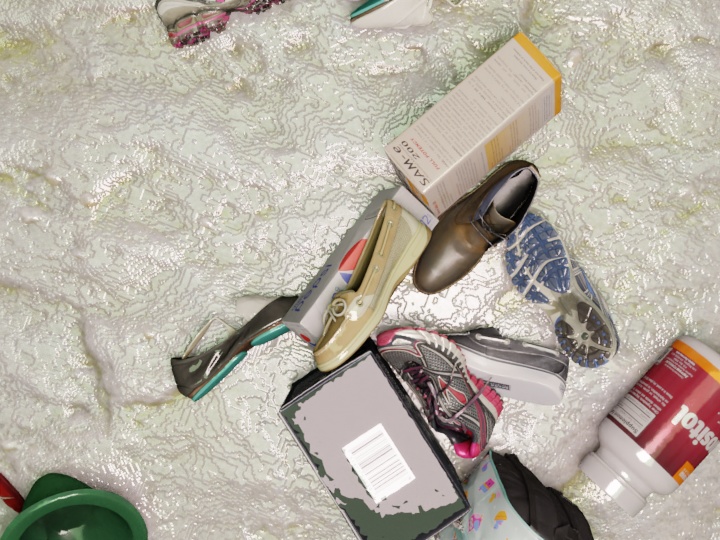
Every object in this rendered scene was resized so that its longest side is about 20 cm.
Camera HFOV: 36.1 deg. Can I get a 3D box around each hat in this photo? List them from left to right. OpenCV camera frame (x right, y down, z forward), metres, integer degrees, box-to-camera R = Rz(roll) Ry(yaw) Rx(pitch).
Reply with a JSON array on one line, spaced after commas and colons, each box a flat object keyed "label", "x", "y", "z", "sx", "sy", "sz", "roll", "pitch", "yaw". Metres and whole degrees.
[{"label": "hat", "x": -0.362, "y": 0.266, "z": 1.316, "sx": 0.165, "sy": 0.176, "sz": 0.200, "roll": -34, "pitch": 129, "yaw": -1}]

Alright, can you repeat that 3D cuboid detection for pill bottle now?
[{"label": "pill bottle", "x": 0.349, "y": 0.181, "z": 1.269, "sx": 0.113, "sy": 0.113, "sz": 0.200, "roll": 42, "pitch": 92, "yaw": -1}]

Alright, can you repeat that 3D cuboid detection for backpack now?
[{"label": "backpack", "x": 0.180, "y": 0.313, "z": 1.218, "sx": 0.176, "sy": 0.200, "sz": 0.153, "roll": 41, "pitch": 91, "yaw": -13}]

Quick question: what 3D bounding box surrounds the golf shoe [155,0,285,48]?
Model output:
[{"label": "golf shoe", "x": -0.144, "y": -0.336, "z": 1.272, "sx": 0.199, "sy": 0.073, "sz": 0.093, "roll": -23, "pitch": 90, "yaw": 1}]

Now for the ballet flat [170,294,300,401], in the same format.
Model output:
[{"label": "ballet flat", "x": -0.140, "y": 0.072, "z": 1.289, "sx": 0.199, "sy": 0.068, "sz": 0.069, "roll": -35, "pitch": 83, "yaw": 0}]

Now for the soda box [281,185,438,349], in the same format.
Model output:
[{"label": "soda box", "x": 0.000, "y": 0.000, "z": 1.254, "sx": 0.063, "sy": 0.068, "sz": 0.200, "roll": 41, "pitch": 75, "yaw": -17}]

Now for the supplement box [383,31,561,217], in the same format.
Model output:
[{"label": "supplement box", "x": 0.130, "y": -0.160, "z": 1.247, "sx": 0.200, "sy": 0.126, "sz": 0.074, "roll": -40, "pitch": 76, "yaw": 0}]

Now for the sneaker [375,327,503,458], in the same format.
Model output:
[{"label": "sneaker", "x": 0.090, "y": 0.134, "z": 1.241, "sx": 0.200, "sy": 0.080, "sz": 0.075, "roll": 44, "pitch": 55, "yaw": -27}]

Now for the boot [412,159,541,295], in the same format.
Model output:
[{"label": "boot", "x": 0.133, "y": -0.052, "z": 1.269, "sx": 0.075, "sy": 0.097, "sz": 0.200, "roll": 41, "pitch": 91, "yaw": -1}]

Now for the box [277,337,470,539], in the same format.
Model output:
[{"label": "box", "x": 0.014, "y": 0.193, "z": 1.226, "sx": 0.124, "sy": 0.197, "sz": 0.201, "roll": -33, "pitch": 91, "yaw": -1}]

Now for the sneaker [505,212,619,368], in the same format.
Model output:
[{"label": "sneaker", "x": 0.238, "y": 0.025, "z": 1.290, "sx": 0.077, "sy": 0.085, "sz": 0.201, "roll": -34, "pitch": 70, "yaw": 25}]

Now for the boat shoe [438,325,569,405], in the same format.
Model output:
[{"label": "boat shoe", "x": 0.146, "y": 0.098, "z": 1.292, "sx": 0.199, "sy": 0.072, "sz": 0.068, "roll": 13, "pitch": 57, "yaw": 13}]

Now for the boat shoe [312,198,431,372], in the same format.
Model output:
[{"label": "boat shoe", "x": 0.001, "y": 0.017, "z": 1.180, "sx": 0.063, "sy": 0.073, "sz": 0.201, "roll": 39, "pitch": 73, "yaw": -13}]

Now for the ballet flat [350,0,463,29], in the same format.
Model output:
[{"label": "ballet flat", "x": 0.083, "y": -0.325, "z": 1.283, "sx": 0.199, "sy": 0.069, "sz": 0.070, "roll": -35, "pitch": 91, "yaw": 0}]
